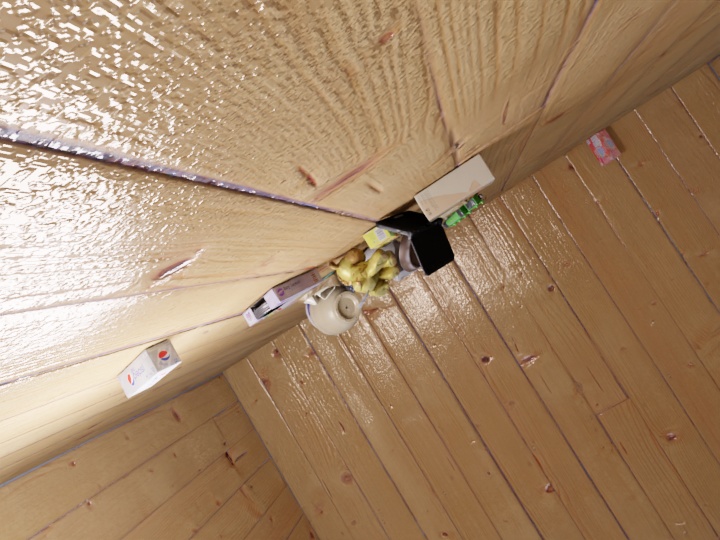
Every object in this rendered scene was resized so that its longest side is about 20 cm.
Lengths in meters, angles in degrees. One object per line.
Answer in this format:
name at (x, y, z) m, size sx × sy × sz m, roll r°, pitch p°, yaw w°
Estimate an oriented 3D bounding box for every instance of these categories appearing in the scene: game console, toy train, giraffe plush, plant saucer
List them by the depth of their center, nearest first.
game console at (0.156, -0.082, 1.457) m, size 0.175 × 0.117 × 0.200 m, roll 17°, pitch -157°, yaw 28°
giraffe plush at (0.000, 0.000, 1.634) m, size 0.200 × 0.162 × 0.173 m, roll -47°, pitch 143°, yaw -15°
toy train at (0.338, -0.194, 1.734) m, size 0.056 × 0.042 × 0.200 m, roll -36°, pitch 175°, yaw -33°
plant saucer at (0.211, -0.089, 1.938) m, size 0.032 × 0.201 × 0.200 m, roll 16°, pitch -152°, yaw 34°

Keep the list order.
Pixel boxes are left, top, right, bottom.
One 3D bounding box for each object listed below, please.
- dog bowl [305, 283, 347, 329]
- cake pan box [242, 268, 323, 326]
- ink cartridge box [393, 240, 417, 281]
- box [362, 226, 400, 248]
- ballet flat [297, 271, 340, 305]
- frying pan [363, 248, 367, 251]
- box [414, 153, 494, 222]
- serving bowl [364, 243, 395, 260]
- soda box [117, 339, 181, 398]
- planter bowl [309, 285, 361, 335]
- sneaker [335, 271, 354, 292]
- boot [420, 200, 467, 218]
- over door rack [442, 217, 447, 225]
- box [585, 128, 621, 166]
dog bowl at (-0.119, 0.149, 2.138) m, size 0.200 × 0.200 × 0.079 m, roll -29°, pitch 173°, yaw -34°
cake pan box at (-0.232, 0.079, 1.548) m, size 0.184 × 0.052 × 0.200 m, roll -38°, pitch 173°, yaw 39°
ink cartridge box at (0.142, -0.042, 2.065) m, size 0.200 × 0.041 × 0.199 m, roll -28°, pitch -141°, yaw -35°
box at (0.069, -0.105, 1.567) m, size 0.075 × 0.050 × 0.200 m, roll -32°, pitch 176°, yaw 13°
ballet flat at (-0.160, 0.084, 1.953) m, size 0.200 × 0.072 × 0.068 m, roll -32°, pitch 176°, yaw 0°
frying pan at (0.067, -0.090, 1.913) m, size 0.115 × 0.031 × 0.190 m, roll -34°, pitch 178°, yaw 11°
box at (0.247, -0.215, 1.381) m, size 0.200 × 0.078 × 0.095 m, roll -32°, pitch 176°, yaw 10°
serving bowl at (0.061, -0.020, 1.848) m, size 0.200 × 0.066 × 0.200 m, roll -47°, pitch 159°, yaw -23°
soda box at (-0.515, 0.240, 1.266) m, size 0.200 × 0.064 × 0.068 m, roll -36°, pitch 173°, yaw 40°
planter bowl at (-0.078, 0.145, 2.012) m, size 0.200 × 0.201 × 0.135 m, roll -29°, pitch -173°, yaw -33°
sneaker at (-0.020, 0.017, 1.916) m, size 0.073 × 0.112 × 0.200 m, roll -31°, pitch 176°, yaw -22°
boot at (0.259, -0.201, 1.664) m, size 0.155 × 0.073 × 0.200 m, roll -37°, pitch -179°, yaw 14°
over door rack at (0.310, -0.215, 1.962) m, size 0.147 × 0.067 × 0.200 m, roll -28°, pitch -170°, yaw 11°
box at (1.564, -0.792, 3.359) m, size 0.094 × 0.200 × 0.103 m, roll -28°, pitch 174°, yaw -22°
